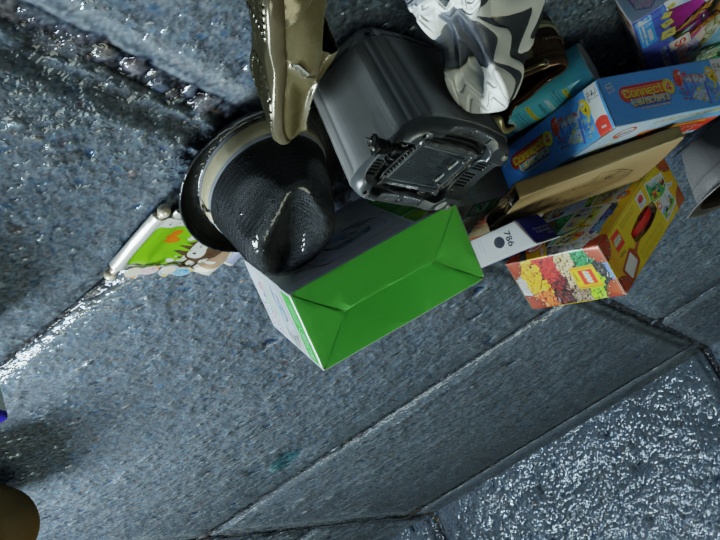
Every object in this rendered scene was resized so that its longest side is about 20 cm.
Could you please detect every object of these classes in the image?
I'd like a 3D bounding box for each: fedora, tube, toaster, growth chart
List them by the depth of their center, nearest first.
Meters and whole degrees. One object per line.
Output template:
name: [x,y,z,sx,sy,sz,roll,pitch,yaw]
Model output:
toaster: [0.038,-0.139,0.936,0.114,0.130,0.199,-42,153,30]
fedora: [-0.079,-0.064,0.985,0.199,0.092,0.201,-24,150,-15]
growth chart: [-0.166,-0.032,1.085,0.198,0.018,0.145,-5,149,-40]
tube: [0.166,-0.175,1.113,0.199,0.051,0.077,-30,149,26]
fedora: [0.528,-0.162,1.455,0.198,0.091,0.177,-22,159,-28]

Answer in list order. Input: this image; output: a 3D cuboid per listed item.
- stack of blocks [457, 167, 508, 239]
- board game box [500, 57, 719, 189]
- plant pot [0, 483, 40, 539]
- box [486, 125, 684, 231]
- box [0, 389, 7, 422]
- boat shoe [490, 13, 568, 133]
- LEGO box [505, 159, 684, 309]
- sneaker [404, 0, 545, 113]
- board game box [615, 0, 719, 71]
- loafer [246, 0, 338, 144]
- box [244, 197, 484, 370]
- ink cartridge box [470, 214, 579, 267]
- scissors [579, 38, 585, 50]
stack of blocks: [0.140,-0.080,1.253,0.198,0.059,0.115,-14,154,-28]
board game box: [0.290,-0.161,1.152,0.198,0.056,0.196,-15,169,-30]
plant pot: [-0.518,0.353,1.338,0.185,0.188,0.200,-31,170,10]
box: [0.251,-0.102,1.158,0.198,0.021,0.164,-19,171,-7]
box: [-0.481,0.126,0.968,0.199,0.106,0.184,-29,157,5]
boat shoe: [0.126,-0.170,1.033,0.074,0.075,0.202,3,143,-49]
LEGO box: [0.300,-0.049,1.289,0.148,0.078,0.200,-14,-153,48]
sneaker: [0.104,-0.250,0.862,0.079,0.130,0.200,-2,133,37]
board game box: [0.384,-0.294,1.091,0.198,0.041,0.200,-33,157,14]
loafer: [-0.053,-0.177,0.830,0.067,0.077,0.201,-15,155,-10]
box: [0.000,0.000,1.088,0.199,0.097,0.176,-29,-159,-13]
ink cartridge box: [0.149,-0.024,1.182,0.198,0.040,0.099,-23,177,25]
scissors: [0.255,-0.206,1.172,0.073,0.014,0.200,-34,156,16]
